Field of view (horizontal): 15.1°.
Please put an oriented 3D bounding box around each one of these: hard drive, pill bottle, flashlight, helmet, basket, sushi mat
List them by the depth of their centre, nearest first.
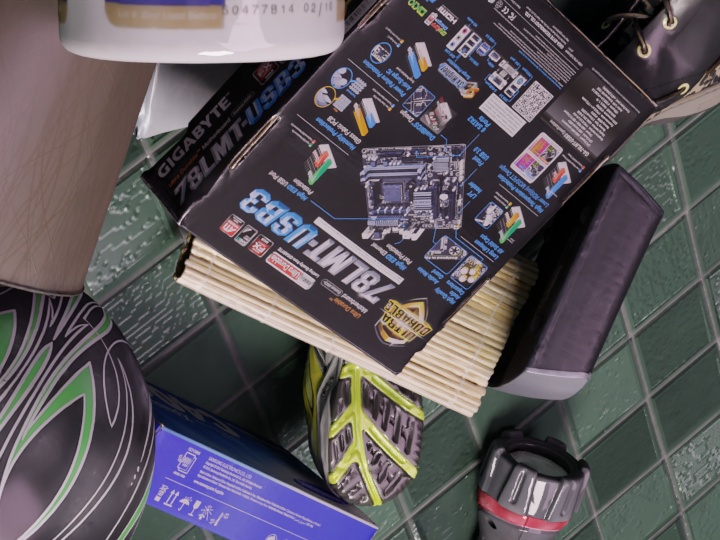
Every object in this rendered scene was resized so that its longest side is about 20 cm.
[{"bbox_3d":[-0.065,-0.188,1.102,0.119,0.120,0.201,-8,103,-40],"label":"pill bottle"},{"bbox_3d":[-0.156,-0.109,1.220,0.180,0.136,0.200,19,100,-50],"label":"basket"},{"bbox_3d":[-0.189,0.087,1.273,0.191,0.200,0.200,-52,140,2],"label":"helmet"},{"bbox_3d":[0.000,0.000,1.457,0.200,0.012,0.096,26,85,-26],"label":"sushi mat"},{"bbox_3d":[0.118,0.011,1.520,0.200,0.042,0.135,137,-22,-85],"label":"hard drive"},{"bbox_3d":[0.083,0.201,1.707,0.068,0.068,0.200,-1,117,-44],"label":"flashlight"}]

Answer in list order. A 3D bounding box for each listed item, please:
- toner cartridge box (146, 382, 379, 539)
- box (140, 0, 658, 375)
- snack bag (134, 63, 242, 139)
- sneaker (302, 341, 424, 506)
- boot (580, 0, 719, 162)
[{"bbox_3d":[-0.084,0.106,1.463,0.043,0.095,0.200,-56,140,3],"label":"toner cartridge box"},{"bbox_3d":[0.023,-0.065,1.347,0.199,0.050,0.200,-46,137,8],"label":"box"},{"bbox_3d":[-0.025,-0.164,1.383,0.200,0.021,0.189,-12,126,-37],"label":"snack bag"},{"bbox_3d":[-0.001,0.026,1.509,0.075,0.076,0.201,8,94,-25],"label":"sneaker"},{"bbox_3d":[0.157,-0.144,1.504,0.203,0.073,0.154,-22,146,-40],"label":"boot"}]
